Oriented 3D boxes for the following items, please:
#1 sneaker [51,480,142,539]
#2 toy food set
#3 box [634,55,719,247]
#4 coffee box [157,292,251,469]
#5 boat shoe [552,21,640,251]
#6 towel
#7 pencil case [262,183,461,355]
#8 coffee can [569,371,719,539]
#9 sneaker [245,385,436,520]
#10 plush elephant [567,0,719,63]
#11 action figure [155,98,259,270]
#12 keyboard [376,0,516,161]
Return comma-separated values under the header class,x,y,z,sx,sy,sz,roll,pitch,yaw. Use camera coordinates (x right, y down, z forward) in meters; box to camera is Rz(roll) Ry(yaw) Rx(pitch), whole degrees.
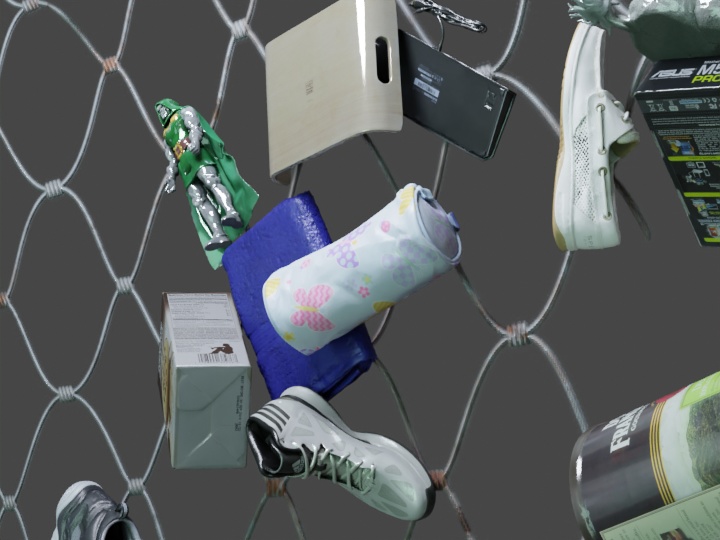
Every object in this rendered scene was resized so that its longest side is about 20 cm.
class,x,y,z,sx,sy,sz,roll,pitch,yaw
sneaker,-0.315,0.357,1.846,0.113,0.075,0.203,11,95,46
toy food set,-0.028,-0.180,1.585,0.199,0.060,0.146,-20,67,49
box,0.324,-0.089,1.188,0.198,0.044,0.161,2,134,45
coffee box,-0.164,0.110,1.627,0.200,0.079,0.115,-118,31,-67
boat shoe,0.209,-0.116,1.359,0.068,0.071,0.203,2,82,18
towel,-0.062,0.038,1.629,0.147,0.049,0.202,-36,67,34
pencil case,0.000,0.000,1.507,0.199,0.083,0.091,-33,86,22
coffee can,0.283,0.156,1.219,0.199,0.145,0.148,-31,69,39
sneaker,-0.030,0.196,1.522,0.199,0.115,0.076,31,119,22
plush elephant,0.277,-0.232,1.245,0.198,0.165,0.156,24,67,9
action figure,-0.184,-0.115,1.747,0.118,0.054,0.201,-52,52,34
keyboard,0.076,-0.200,1.515,0.199,0.020,0.129,35,119,38
